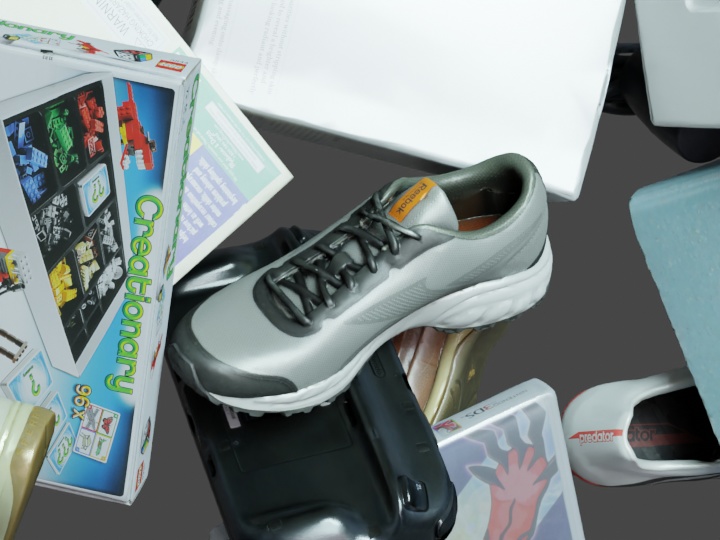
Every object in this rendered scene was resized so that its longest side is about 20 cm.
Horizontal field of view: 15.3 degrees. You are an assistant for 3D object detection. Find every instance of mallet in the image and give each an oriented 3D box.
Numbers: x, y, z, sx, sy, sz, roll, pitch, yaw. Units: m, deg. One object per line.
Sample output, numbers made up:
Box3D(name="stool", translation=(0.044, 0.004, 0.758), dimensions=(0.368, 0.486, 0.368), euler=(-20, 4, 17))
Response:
Box3D(name="mallet", translation=(0.231, -0.102, 1.338), dimensions=(0.198, 0.066, 0.041), euler=(-14, 127, -10))

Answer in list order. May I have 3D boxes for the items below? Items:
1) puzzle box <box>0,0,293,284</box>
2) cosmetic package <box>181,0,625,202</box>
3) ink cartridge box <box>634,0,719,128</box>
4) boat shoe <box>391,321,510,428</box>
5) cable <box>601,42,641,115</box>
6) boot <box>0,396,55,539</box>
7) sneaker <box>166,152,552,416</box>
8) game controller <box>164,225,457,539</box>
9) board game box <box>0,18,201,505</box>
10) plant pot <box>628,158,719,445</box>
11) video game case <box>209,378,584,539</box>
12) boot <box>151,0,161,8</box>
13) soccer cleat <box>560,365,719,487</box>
Box3D(name="puzzle box", translation=(-0.141, -0.074, 1.204), dimensions=(0.133, 0.025, 0.200), euler=(-41, 101, -11))
Box3D(name="cosmetic package", translation=(0.018, -0.109, 1.286), dimensions=(0.199, 0.081, 0.114), euler=(16, 87, -8))
Box3D(name="ink cartridge box", translation=(0.246, -0.121, 1.247), dimensions=(0.199, 0.145, 0.085), euler=(-12, 98, -24))
Box3D(name="boat shoe", translation=(0.022, 0.052, 1.314), dimensions=(0.067, 0.072, 0.201), euler=(21, 86, 16))
Box3D(name="cable", translation=(0.155, -0.160, 1.351), dimensions=(0.198, 0.051, 0.164), euler=(-2, 118, -9))
Box3D(name="boot", translation=(-0.229, 0.105, 1.171), dimensions=(0.154, 0.201, 0.072), euler=(23, 41, -5))
Box3D(name="sneaker", translation=(0.000, 0.000, 1.214), dimensions=(0.199, 0.080, 0.074), euler=(-24, 52, -24))
Box3D(name="game controller", translation=(-0.029, 0.059, 1.244), dimensions=(0.104, 0.042, 0.201), euler=(-18, 48, -6))
Box3D(name="board game box", translation=(-0.144, -0.005, 1.163), dimensions=(0.125, 0.035, 0.201), euler=(12, 112, 6))
Box3D(name="plant pot", translation=(0.288, 0.005, 1.289), dimensions=(0.196, 0.199, 0.197), euler=(-21, 89, -45))
Box3D(name="video game case", translation=(0.032, 0.174, 1.287), dimensions=(0.181, 0.023, 0.201), euler=(-24, 117, -21))
Box3D(name="boot", translation=(-0.145, -0.047, 1.250), dimensions=(0.197, 0.073, 0.163), euler=(-29, 94, -13))
Box3D(name="soccer cleat", translation=(0.196, 0.074, 1.361), dimensions=(0.198, 0.085, 0.069), euler=(-6, 88, -20))
